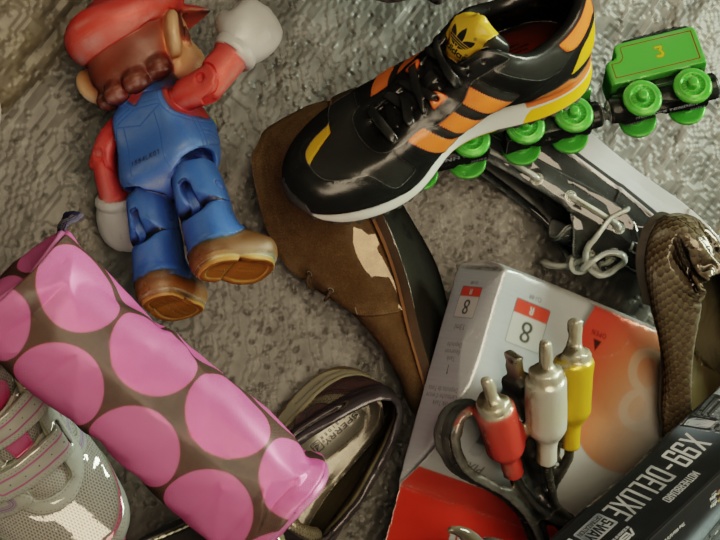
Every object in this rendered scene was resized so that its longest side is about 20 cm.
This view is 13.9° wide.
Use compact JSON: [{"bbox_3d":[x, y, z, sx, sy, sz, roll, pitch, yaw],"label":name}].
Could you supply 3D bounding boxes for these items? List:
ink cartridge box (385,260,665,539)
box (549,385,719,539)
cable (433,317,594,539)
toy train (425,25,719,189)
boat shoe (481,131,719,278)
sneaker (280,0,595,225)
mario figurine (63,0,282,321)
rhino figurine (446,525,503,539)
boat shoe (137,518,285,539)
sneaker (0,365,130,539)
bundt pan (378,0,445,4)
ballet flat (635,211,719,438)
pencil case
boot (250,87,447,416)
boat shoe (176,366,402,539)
[{"bbox_3d":[0.100,0.112,1.674,0.162,0.050,0.200,22,77,-37],"label":"ink cartridge box"},{"bbox_3d":[0.165,0.183,1.644,0.200,0.050,0.158,-37,135,-36],"label":"box"},{"bbox_3d":[0.101,0.125,1.633,0.097,0.050,0.200,-30,121,-24],"label":"cable"},{"bbox_3d":[0.105,-0.094,1.665,0.200,0.042,0.056,-13,68,-8],"label":"toy train"},{"bbox_3d":[0.135,-0.029,1.707,0.199,0.074,0.068,42,72,-10],"label":"boat shoe"},{"bbox_3d":[0.041,-0.102,1.592,0.200,0.090,0.070,-28,62,-20],"label":"sneaker"},{"bbox_3d":[-0.094,-0.076,1.628,0.123,0.106,0.200,-13,69,-3],"label":"mario figurine"},{"bbox_3d":[0.062,0.224,1.644,0.087,0.060,0.200,-21,125,-20],"label":"rhino figurine"},{"bbox_3d":[-0.131,0.190,1.590,0.201,0.066,0.072,-31,78,2],"label":"boat shoe"},{"bbox_3d":[-0.201,0.086,1.593,0.200,0.088,0.081,44,76,-10],"label":"sneaker"},{"bbox_3d":[0.033,-0.206,1.637,0.202,0.202,0.076,-11,118,-17],"label":"bundt pan"},{"bbox_3d":[0.200,0.053,1.684,0.067,0.046,0.200,-44,132,-38],"label":"ballet flat"},{"bbox_3d":[-0.111,0.066,1.548,0.200,0.094,0.091,44,78,-5],"label":"pencil case"},{"bbox_3d":[0.000,0.000,1.682,0.075,0.074,0.200,-19,98,13],"label":"boot"},{"bbox_3d":[-0.048,0.138,1.647,0.072,0.065,0.200,43,77,-13],"label":"boat shoe"}]
